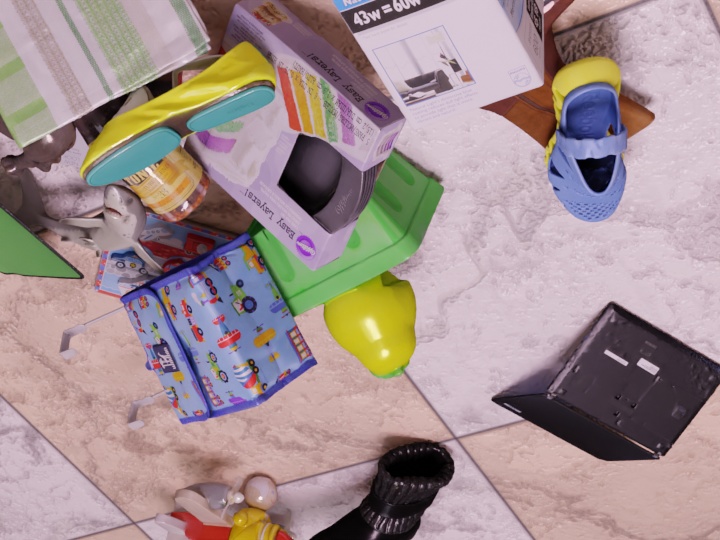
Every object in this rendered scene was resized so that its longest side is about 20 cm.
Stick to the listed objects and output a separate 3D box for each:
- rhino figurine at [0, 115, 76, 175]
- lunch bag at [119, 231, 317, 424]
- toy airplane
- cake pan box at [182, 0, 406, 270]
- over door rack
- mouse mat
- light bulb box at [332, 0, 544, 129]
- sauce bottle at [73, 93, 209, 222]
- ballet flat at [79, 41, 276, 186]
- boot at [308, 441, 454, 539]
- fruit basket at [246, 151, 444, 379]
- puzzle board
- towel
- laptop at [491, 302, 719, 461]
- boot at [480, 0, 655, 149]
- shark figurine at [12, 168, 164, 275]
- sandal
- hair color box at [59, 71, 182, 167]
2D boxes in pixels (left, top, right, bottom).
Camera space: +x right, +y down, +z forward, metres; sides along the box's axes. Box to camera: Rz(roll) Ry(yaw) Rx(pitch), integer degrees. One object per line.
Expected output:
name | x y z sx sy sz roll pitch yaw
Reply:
rhino figurine | -0.349 -0.171 1.431 0.087 0.060 0.200 -28 118 39
lunch bag | -0.162 0.069 1.559 0.199 0.094 0.152 -22 98 49
toy airplane | -0.161 0.324 1.950 0.198 0.142 0.200 33 169 -10
cake pan box | -0.063 -0.126 1.424 0.200 0.052 0.185 43 133 16
over door rack | -0.215 0.068 1.687 0.199 0.067 0.148 -31 127 10
mouse mat | -0.393 -0.041 1.616 0.199 0.008 0.161 4 146 51
light bulb box | 0.056 -0.264 1.238 0.123 0.200 0.201 -17 132 22
sauce bottle | -0.226 -0.129 1.429 0.066 0.067 0.200 -26 124 31
ballet flat | -0.170 -0.146 1.376 0.198 0.068 0.067 -26 163 4
boot | 0.014 0.301 1.857 0.079 0.210 0.159 45 142 16
fruit basket | 0.000 0.000 1.549 0.212 0.156 0.218 9 126 13
puzzle board | -0.189 0.004 1.687 0.197 0.018 0.152 16 136 -7
towel | -0.250 -0.219 1.354 0.198 0.031 0.151 -28 94 -4
laptop | 0.284 0.134 1.752 0.176 0.104 0.201 28 108 -20
boot | 0.193 -0.179 1.399 0.199 0.069 0.188 30 132 -22
shark figurine | -0.261 -0.062 1.551 0.213 0.090 0.128 0 147 46
sandal | 0.211 -0.102 1.407 0.078 0.088 0.201 -10 146 6
hair color box | -0.228 -0.183 1.466 0.109 0.064 0.201 11 138 -3
